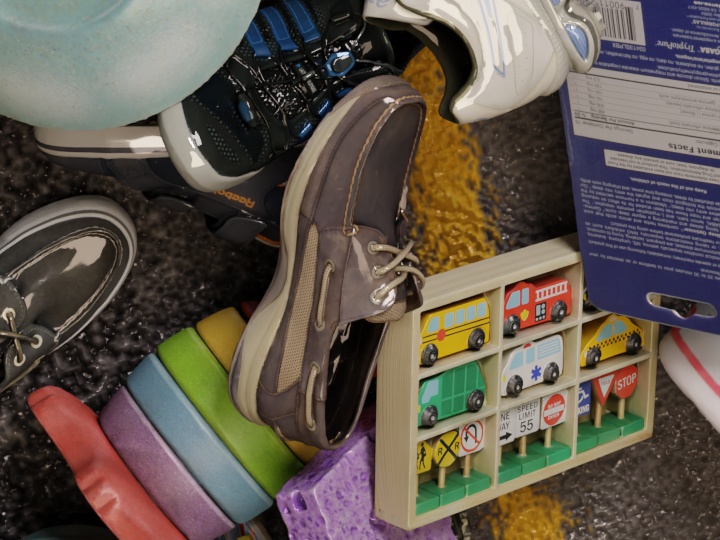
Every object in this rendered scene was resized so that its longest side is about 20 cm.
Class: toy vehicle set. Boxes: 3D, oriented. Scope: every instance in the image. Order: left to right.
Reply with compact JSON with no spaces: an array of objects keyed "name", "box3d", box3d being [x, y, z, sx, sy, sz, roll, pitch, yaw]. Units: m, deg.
[{"name":"toy vehicle set","box3d":[0.087,0.052,1.548,0.199,0.026,0.125,-17,115,-42]}]

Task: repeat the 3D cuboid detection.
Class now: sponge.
[{"name":"sponge","box3d":[0.023,0.181,1.545,0.030,0.112,0.201,-10,108,33]}]

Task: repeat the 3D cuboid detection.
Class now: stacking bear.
[{"name":"stacking bear","box3d":[-0.058,0.063,1.553,0.200,0.122,0.114,-39,132,-1]}]

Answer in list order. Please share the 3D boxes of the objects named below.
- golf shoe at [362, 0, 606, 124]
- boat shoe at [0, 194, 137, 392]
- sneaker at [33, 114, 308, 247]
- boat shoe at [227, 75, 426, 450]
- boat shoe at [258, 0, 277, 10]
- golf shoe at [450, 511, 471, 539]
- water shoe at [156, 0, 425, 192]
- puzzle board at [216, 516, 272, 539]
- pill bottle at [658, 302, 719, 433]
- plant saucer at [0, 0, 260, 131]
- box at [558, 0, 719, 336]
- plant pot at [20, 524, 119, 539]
[{"name":"golf shoe","box3d":[0.033,-0.165,1.402,0.097,0.078,0.200,-34,96,-13]},{"name":"boat shoe","box3d":[-0.199,0.038,1.540,0.200,0.057,0.069,-37,115,8]},{"name":"sneaker","box3d":[-0.071,-0.052,1.510,0.199,0.078,0.080,-2,109,-11]},{"name":"boat shoe","box3d":[0.000,0.000,1.440,0.074,0.073,0.201,-18,133,-51]},{"name":"boat shoe","box3d":[-0.078,-0.156,1.469,0.200,0.073,0.063,-28,92,11]},{"name":"golf shoe","box3d":[0.028,0.201,1.650,0.088,0.077,0.201,-5,115,0]},{"name":"water shoe","box3d":[-0.026,-0.107,1.434,0.079,0.200,0.072,-20,105,40]},{"name":"puzzle board","box3d":[-0.045,0.230,1.605,0.017,0.151,0.201,-16,117,-13]},{"name":"pill bottle","box3d":[0.268,0.011,1.585,0.109,0.109,0.200,39,102,-24]},{"name":"plant saucer","box3d":[-0.141,-0.165,1.360,0.200,0.039,0.202,1,96,14]},{"name":"box","box3d":[0.162,-0.061,1.477,0.121,0.032,0.201,12,126,33]},{"name":"plant pot","box3d":[-0.161,0.224,1.577,0.199,0.134,0.201,4,122,7]}]
